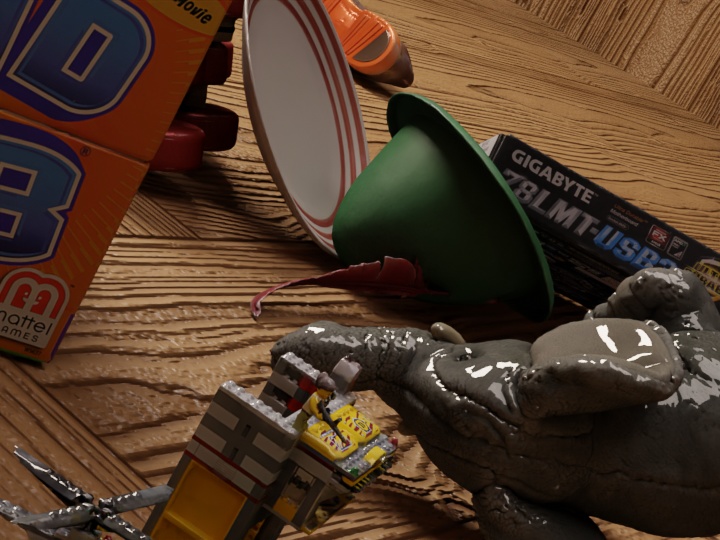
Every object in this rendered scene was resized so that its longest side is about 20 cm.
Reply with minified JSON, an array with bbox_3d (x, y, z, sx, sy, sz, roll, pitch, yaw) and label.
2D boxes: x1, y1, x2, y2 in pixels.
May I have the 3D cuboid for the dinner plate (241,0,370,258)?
[{"bbox_3d":[-0.038,-0.103,1.040,0.024,0.201,0.200,-11,6,17],"label":"dinner plate"}]

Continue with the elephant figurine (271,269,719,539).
[{"bbox_3d":[0.087,0.075,0.750,0.200,0.155,0.142,-2,76,-42],"label":"elephant figurine"}]

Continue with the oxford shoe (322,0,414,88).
[{"bbox_3d":[-0.018,-0.242,1.650,0.200,0.071,0.073,48,5,39],"label":"oxford shoe"}]

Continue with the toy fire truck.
[{"bbox_3d":[-0.160,-0.137,1.015,0.168,0.112,0.200,12,13,7],"label":"toy fire truck"}]

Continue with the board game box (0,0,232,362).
[{"bbox_3d":[-0.196,-0.117,0.694,0.200,0.200,0.200,20,18,-28],"label":"board game box"}]

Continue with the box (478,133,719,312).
[{"bbox_3d":[0.148,-0.020,1.136,0.200,0.050,0.198,28,-6,-8],"label":"box"}]

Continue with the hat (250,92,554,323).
[{"bbox_3d":[0.000,0.000,1.005,0.166,0.176,0.200,42,-17,44],"label":"hat"}]

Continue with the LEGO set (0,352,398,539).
[{"bbox_3d":[-0.018,0.100,0.483,0.154,0.116,0.200,35,17,21],"label":"LEGO set"}]
